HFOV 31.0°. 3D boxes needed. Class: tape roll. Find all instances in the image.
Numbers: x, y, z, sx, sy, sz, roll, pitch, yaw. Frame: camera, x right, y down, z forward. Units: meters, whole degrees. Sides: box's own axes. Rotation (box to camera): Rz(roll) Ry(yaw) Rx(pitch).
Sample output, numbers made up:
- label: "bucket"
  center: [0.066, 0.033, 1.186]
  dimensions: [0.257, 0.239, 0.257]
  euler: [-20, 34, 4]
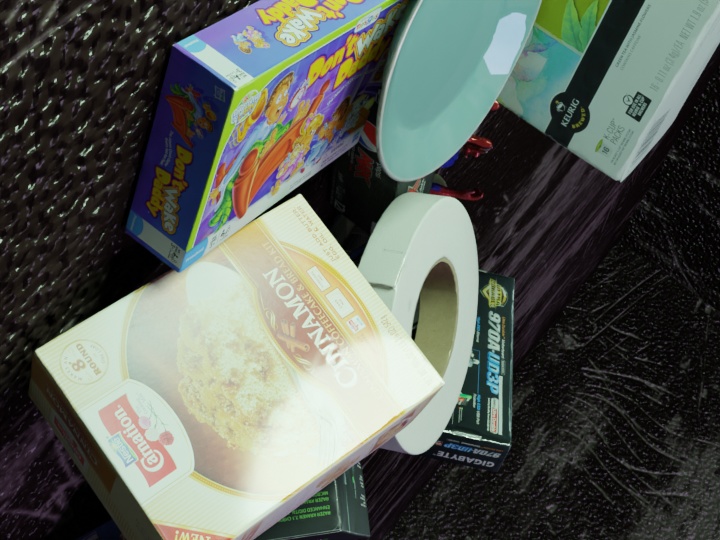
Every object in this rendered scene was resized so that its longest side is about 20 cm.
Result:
- label: "tape roll"
  center: [0.044, 0.041, 1.018]
  dimensions: [0.202, 0.036, 0.207]
  euler: [9, 90, -66]

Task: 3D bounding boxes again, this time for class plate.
- label: "plate"
  center: [0.063, -0.153, 0.858]
  dimensions: [0.200, 0.025, 0.201]
  euler: [-48, 157, -28]

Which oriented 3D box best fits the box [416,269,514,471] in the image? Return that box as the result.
- label: "box"
  center: [0.063, 0.077, 1.219]
  dimensions: [0.046, 0.156, 0.202]
  euler: [111, -11, -49]

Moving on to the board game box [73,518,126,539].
- label: "board game box"
  center: [-0.156, 0.198, 1.057]
  dimensions: [0.134, 0.035, 0.200]
  euler: [-30, 174, 16]

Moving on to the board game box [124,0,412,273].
- label: "board game box"
  center: [-0.050, -0.102, 0.782]
  dimensions: [0.200, 0.045, 0.135]
  euler: [-41, 161, -46]

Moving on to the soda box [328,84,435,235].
- label: "soda box"
  center: [0.024, -0.106, 0.995]
  dimensions: [0.071, 0.063, 0.201]
  euler: [-48, 166, -24]

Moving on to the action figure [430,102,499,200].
- label: "action figure"
  center: [0.093, -0.105, 1.170]
  dimensions: [0.199, 0.098, 0.066]
  euler: [-32, 135, -53]

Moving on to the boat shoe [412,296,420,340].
- label: "boat shoe"
  center: [-0.001, 0.095, 1.095]
  dimensions: [0.199, 0.071, 0.072]
  euler: [-37, 179, -24]

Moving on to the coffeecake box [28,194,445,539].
- label: "coffeecake box"
  center: [-0.075, 0.072, 0.787]
  dimensions: [0.199, 0.154, 0.073]
  euler: [-32, 167, -28]

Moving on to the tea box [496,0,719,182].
- label: "tea box"
  center: [0.179, -0.217, 0.971]
  dimensions: [0.133, 0.196, 0.201]
  euler: [-41, 161, -45]

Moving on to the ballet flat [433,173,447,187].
- label: "ballet flat"
  center: [0.053, -0.035, 1.223]
  dimensions: [0.201, 0.068, 0.070]
  euler: [-96, -151, -53]

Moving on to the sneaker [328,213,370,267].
- label: "sneaker"
  center: [0.000, 0.000, 1.126]
  dimensions: [0.200, 0.085, 0.078]
  euler: [-45, 165, -38]

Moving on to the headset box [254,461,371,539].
- label: "headset box"
  center: [-0.055, 0.111, 0.940]
  dimensions: [0.091, 0.204, 0.174]
  euler: [-9, 167, 5]
